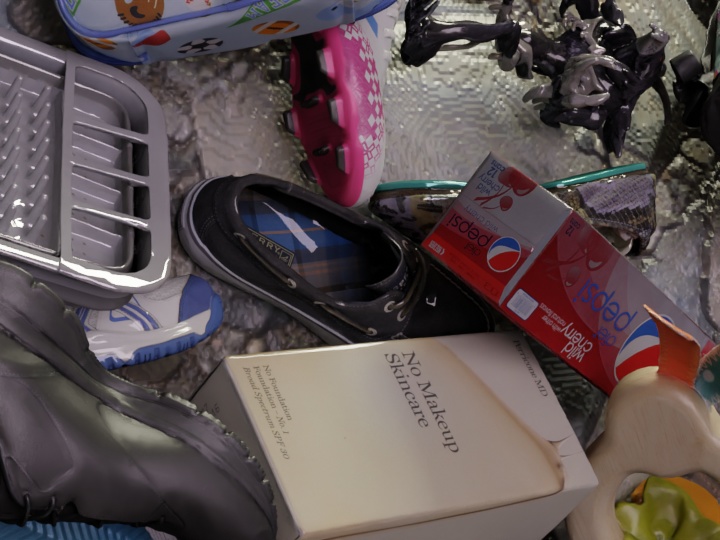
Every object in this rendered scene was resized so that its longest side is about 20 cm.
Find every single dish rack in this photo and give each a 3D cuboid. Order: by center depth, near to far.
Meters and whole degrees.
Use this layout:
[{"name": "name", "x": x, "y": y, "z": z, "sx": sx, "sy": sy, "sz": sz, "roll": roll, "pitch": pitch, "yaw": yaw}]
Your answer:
[{"name": "dish rack", "x": -0.187, "y": -0.056, "z": 0.888, "sx": 0.199, "sy": 0.044, "sz": 0.172, "roll": 20, "pitch": 36, "yaw": -23}]

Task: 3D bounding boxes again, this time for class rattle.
[{"name": "rattle", "x": 0.184, "y": 0.082, "z": 1.029, "sx": 0.143, "sy": 0.130, "sz": 0.201, "roll": -34, "pitch": 124, "yaw": -46}]

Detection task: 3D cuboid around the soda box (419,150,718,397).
[{"name": "soda box", "x": 0.117, "y": 0.016, "z": 1.028, "sx": 0.064, "sy": 0.070, "sz": 0.200, "roll": -52, "pitch": 139, "yaw": 1}]

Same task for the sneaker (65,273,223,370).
[{"name": "sneaker", "x": -0.158, "y": 0.013, "z": 0.915, "sx": 0.199, "sy": 0.075, "sz": 0.089, "roll": -11, "pitch": 86, "yaw": -33}]

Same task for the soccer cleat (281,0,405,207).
[{"name": "soccer cleat", "x": -0.003, "y": -0.136, "z": 1.034, "sx": 0.086, "sy": 0.070, "sz": 0.202, "roll": -9, "pitch": 82, "yaw": -28}]

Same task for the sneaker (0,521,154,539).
[{"name": "sneaker", "x": -0.173, "y": 0.128, "z": 0.884, "sx": 0.200, "sy": 0.080, "sz": 0.077, "roll": 34, "pitch": 63, "yaw": -33}]

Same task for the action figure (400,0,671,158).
[{"name": "action figure", "x": 0.117, "y": -0.138, "z": 1.095, "sx": 0.199, "sy": 0.102, "sz": 0.120, "roll": 14, "pitch": 67, "yaw": -26}]

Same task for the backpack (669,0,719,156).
[{"name": "backpack", "x": 0.284, "y": -0.130, "z": 1.160, "sx": 0.167, "sy": 0.126, "sz": 0.201, "roll": 47, "pitch": 41, "yaw": -29}]

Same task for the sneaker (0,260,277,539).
[{"name": "sneaker", "x": -0.125, "y": 0.083, "z": 0.843, "sx": 0.200, "sy": 0.076, "sz": 0.091, "roll": 38, "pitch": 58, "yaw": -18}]

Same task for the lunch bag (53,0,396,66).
[{"name": "lunch bag", "x": -0.068, "y": -0.197, "z": 0.965, "sx": 0.198, "sy": 0.076, "sz": 0.161, "roll": -13, "pitch": 81, "yaw": -2}]

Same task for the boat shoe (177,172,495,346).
[{"name": "boat shoe", "x": 0.000, "y": 0.000, "z": 1.017, "sx": 0.199, "sy": 0.066, "sz": 0.070, "roll": 30, "pitch": 67, "yaw": -23}]

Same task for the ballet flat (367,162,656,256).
[{"name": "ballet flat", "x": 0.093, "y": -0.022, "z": 1.073, "sx": 0.199, "sy": 0.072, "sz": 0.073, "roll": -6, "pitch": 84, "yaw": -36}]

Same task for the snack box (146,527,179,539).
[{"name": "snack box", "x": -0.073, "y": 0.172, "z": 0.965, "sx": 0.072, "sy": 0.024, "sz": 0.201, "roll": -24, "pitch": 93, "yaw": -33}]

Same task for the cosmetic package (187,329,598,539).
[{"name": "cosmetic package", "x": 0.013, "y": 0.096, "z": 0.969, "sx": 0.199, "sy": 0.073, "sz": 0.104, "roll": -5, "pitch": 58, "yaw": -40}]
